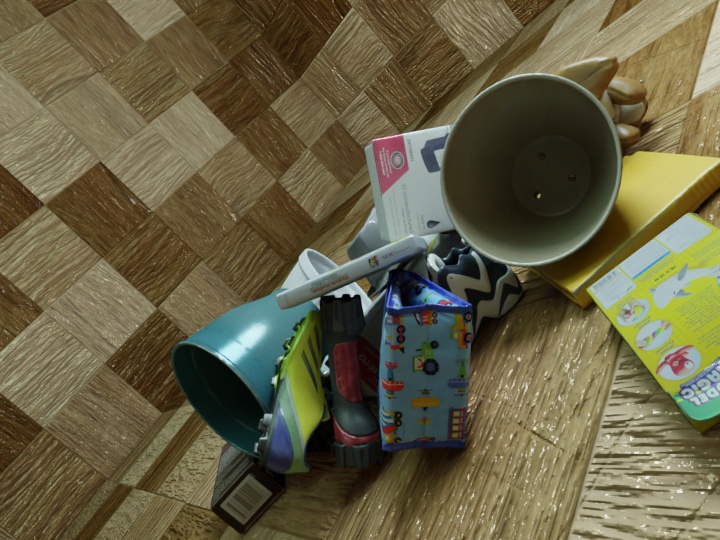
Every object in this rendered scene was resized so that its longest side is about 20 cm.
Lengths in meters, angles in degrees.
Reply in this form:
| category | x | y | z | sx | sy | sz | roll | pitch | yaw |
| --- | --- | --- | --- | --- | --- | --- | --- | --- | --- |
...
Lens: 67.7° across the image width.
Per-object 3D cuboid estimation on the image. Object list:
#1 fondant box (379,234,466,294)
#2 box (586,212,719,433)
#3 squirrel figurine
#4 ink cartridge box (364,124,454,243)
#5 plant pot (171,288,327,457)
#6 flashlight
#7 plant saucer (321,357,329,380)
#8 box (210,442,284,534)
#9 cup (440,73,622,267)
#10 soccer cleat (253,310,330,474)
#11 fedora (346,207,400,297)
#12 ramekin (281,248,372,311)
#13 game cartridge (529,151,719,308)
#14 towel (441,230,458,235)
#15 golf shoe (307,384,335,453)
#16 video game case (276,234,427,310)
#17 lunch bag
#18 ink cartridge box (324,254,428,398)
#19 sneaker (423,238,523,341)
| category | x | y | z | sx | sy | sz | roll | pitch | yaw |
| --- | --- | --- | --- | --- | --- | --- | --- | --- | --- |
| fondant box | 0.119 | -0.016 | 1.005 | 0.200 | 0.058 | 0.145 | -46 | 13 | 8 |
| box | 0.263 | 0.034 | 0.411 | 0.117 | 0.048 | 0.201 | -42 | 11 | 18 |
| squirrel figurine | 0.308 | -0.227 | 0.770 | 0.197 | 0.145 | 0.185 | 7 | 26 | 45 |
| ink cartridge box | 0.117 | -0.133 | 0.795 | 0.195 | 0.149 | 0.084 | -12 | 6 | -7 |
| plant pot | -0.145 | 0.133 | 0.805 | 0.199 | 0.201 | 0.188 | -31 | 10 | 48 |
| flashlight | -0.010 | 0.134 | 0.658 | 0.066 | 0.206 | 0.068 | -5 | 6 | -2 |
| plant saucer | -0.103 | 0.187 | 0.965 | 0.197 | 0.051 | 0.200 | -31 | -6 | -3 |
| box | -0.187 | 0.332 | 0.905 | 0.100 | 0.075 | 0.200 | -46 | 14 | 1 |
| cup | 0.212 | -0.113 | 0.638 | 0.199 | 0.203 | 0.142 | -38 | -15 | 31 |
| soccer cleat | -0.072 | 0.151 | 0.676 | 0.065 | 0.082 | 0.204 | 131 | 155 | -60 |
| fedora | 0.035 | -0.047 | 0.927 | 0.179 | 0.089 | 0.200 | -57 | -2 | 5 |
| ramekin | -0.067 | 0.064 | 1.051 | 0.105 | 0.199 | 0.201 | -46 | 12 | 10 |
| game cartridge | 0.294 | -0.057 | 0.631 | 0.199 | 0.032 | 0.177 | -42 | 13 | 8 |
| towel | 0.185 | -0.100 | 0.928 | 0.201 | 0.140 | 0.023 | -77 | -8 | -64 |
| golf shoe | -0.068 | 0.231 | 0.845 | 0.198 | 0.079 | 0.095 | -16 | 24 | 50 |
| video game case | 0.000 | 0.000 | 0.708 | 0.179 | 0.023 | 0.200 | -24 | -3 | 10 |
| lunch bag | 0.058 | 0.090 | 0.631 | 0.091 | 0.155 | 0.200 | 0 | 11 | -5 |
| ink cartridge box | 0.046 | 0.088 | 0.818 | 0.201 | 0.083 | 0.144 | -51 | 3 | -17 |
| sneaker | 0.104 | 0.043 | 0.706 | 0.199 | 0.130 | 0.080 | -44 | 12 | 10 |
